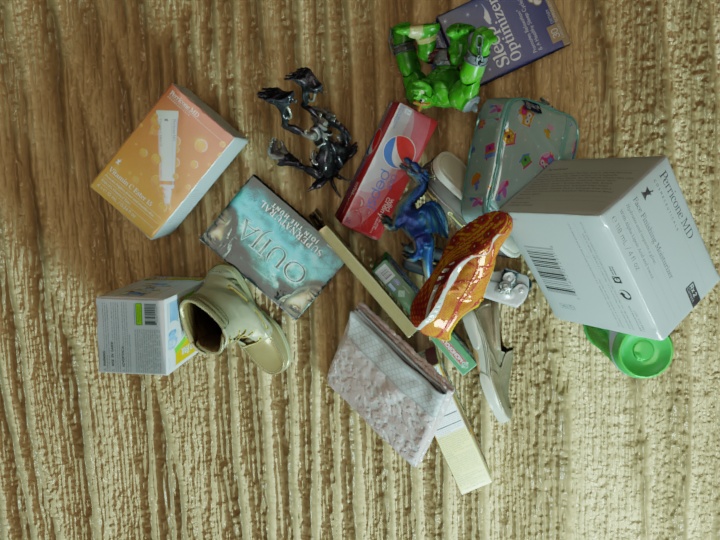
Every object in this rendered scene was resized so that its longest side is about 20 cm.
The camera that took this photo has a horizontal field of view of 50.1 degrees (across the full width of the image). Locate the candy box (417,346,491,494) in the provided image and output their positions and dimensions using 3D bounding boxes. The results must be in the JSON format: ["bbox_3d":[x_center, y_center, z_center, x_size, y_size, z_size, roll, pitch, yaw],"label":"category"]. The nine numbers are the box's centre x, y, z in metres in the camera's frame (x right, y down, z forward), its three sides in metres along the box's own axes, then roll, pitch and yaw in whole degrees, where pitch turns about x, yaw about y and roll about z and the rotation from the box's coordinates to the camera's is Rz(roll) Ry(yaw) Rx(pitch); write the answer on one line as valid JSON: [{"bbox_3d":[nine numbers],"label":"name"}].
[{"bbox_3d":[0.134,0.226,1.187,0.055,0.115,0.200,-25,95,5],"label":"candy box"}]

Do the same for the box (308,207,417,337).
[{"bbox_3d":[0.000,0.000,1.119,0.021,0.163,0.200,-40,105,1],"label":"box"}]

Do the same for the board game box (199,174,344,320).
[{"bbox_3d":[-0.134,-0.035,1.213,0.200,0.028,0.135,40,97,-2],"label":"board game box"}]

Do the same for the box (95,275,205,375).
[{"bbox_3d":[-0.301,0.076,1.151,0.101,0.200,0.113,2,99,7],"label":"box"}]

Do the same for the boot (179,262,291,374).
[{"bbox_3d":[-0.186,0.099,1.161,0.073,0.155,0.200,-25,104,17],"label":"boot"}]

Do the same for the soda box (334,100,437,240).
[{"bbox_3d":[0.037,-0.151,1.163,0.070,0.063,0.200,23,98,-17],"label":"soda box"}]

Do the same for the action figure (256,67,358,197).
[{"bbox_3d":[-0.075,-0.203,1.153,0.119,0.102,0.200,-43,136,-19],"label":"action figure"}]

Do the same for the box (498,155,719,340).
[{"bbox_3d":[0.325,-0.035,1.022,0.131,0.200,0.199,-40,112,-18],"label":"box"}]

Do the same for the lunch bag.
[{"bbox_3d":[0.238,-0.149,1.118,0.160,0.077,0.200,11,91,-28],"label":"lunch bag"}]

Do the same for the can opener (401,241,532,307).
[{"bbox_3d":[0.163,0.008,1.187,0.200,0.066,0.053,18,82,9],"label":"can opener"}]

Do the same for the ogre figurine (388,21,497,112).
[{"bbox_3d":[0.116,-0.292,1.106,0.200,0.098,0.120,10,118,33],"label":"ogre figurine"}]

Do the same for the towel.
[{"bbox_3d":[0.037,0.172,1.145,0.200,0.032,0.191,42,139,24],"label":"towel"}]

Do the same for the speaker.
[{"bbox_3d":[0.380,0.093,1.111,0.088,0.200,0.089,0,98,3],"label":"speaker"}]

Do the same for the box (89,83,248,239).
[{"bbox_3d":[-0.288,-0.164,1.171,0.124,0.097,0.200,41,98,-2],"label":"box"}]

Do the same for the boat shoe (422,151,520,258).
[{"bbox_3d":[0.167,-0.091,1.172,0.200,0.072,0.060,45,139,-15],"label":"boat shoe"}]

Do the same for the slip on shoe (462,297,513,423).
[{"bbox_3d":[0.210,0.137,1.194,0.061,0.076,0.200,-17,89,11],"label":"slip on shoe"}]

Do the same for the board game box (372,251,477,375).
[{"bbox_3d":[0.094,0.060,1.158,0.029,0.135,0.200,-41,93,5],"label":"board game box"}]

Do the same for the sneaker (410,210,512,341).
[{"bbox_3d":[0.146,0.005,1.057,0.077,0.073,0.200,27,107,-30],"label":"sneaker"}]

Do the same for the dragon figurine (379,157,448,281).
[{"bbox_3d":[0.096,-0.065,1.121,0.099,0.059,0.200,-31,98,13],"label":"dragon figurine"}]

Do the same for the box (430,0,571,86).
[{"bbox_3d":[0.197,-0.350,1.151,0.200,0.032,0.121,-24,96,7],"label":"box"}]
